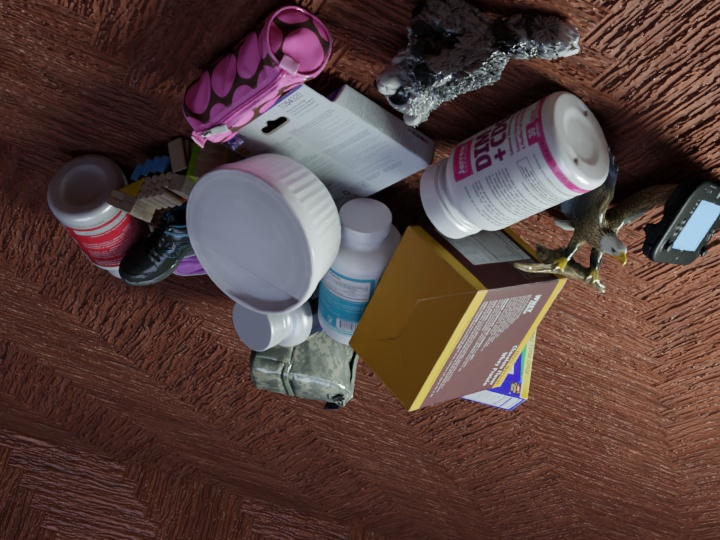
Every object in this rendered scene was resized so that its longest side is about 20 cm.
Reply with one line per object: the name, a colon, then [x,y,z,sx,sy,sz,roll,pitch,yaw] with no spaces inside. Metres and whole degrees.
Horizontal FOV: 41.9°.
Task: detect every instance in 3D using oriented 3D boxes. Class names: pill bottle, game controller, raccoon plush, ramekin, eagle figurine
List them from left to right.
pill bottle: [-0.372,-0.071,1.387,0.112,0.113,0.200,6,152,11]
ramekin: [-0.115,-0.053,1.180,0.201,0.094,0.203,18,126,26]
pill bottle: [-0.090,0.047,1.397,0.111,0.112,0.200,-19,-176,45]
pill bottle: [0.000,0.000,1.274,0.110,0.111,0.201,10,134,3]
raccoon plush: [0.115,-0.200,0.980,0.199,0.097,0.134,11,161,1]
pill bottle: [0.171,-0.113,1.076,0.113,0.114,0.199,30,142,-33]
eagle figurine: [0.303,-0.068,1.151,0.151,0.151,0.201,-15,136,-45]
game controller: [0.383,-0.055,1.087,0.105,0.042,0.200,-53,154,20]

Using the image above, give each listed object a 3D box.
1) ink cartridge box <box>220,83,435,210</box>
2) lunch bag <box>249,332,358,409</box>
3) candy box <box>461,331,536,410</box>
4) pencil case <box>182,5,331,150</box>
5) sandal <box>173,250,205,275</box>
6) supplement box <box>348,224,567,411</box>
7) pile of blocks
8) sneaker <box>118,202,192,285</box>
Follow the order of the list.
ink cartridge box: [-0.043,-0.159,1.167,0.199,0.044,0.196,30,150,-29]
lunch bag: [-0.079,0.112,1.535,0.167,0.201,0.140,9,154,7]
candy box: [0.167,0.108,1.463,0.199,0.170,0.077,15,157,-10]
pencil case: [-0.119,-0.209,1.039,0.091,0.094,0.200,42,142,-17]
sandal: [-0.236,-0.007,1.530,0.202,0.050,0.082,-10,147,35]
supplement box: [0.128,0.054,1.238,0.199,0.133,0.198,-6,132,-45]
pile of blocks: [-0.244,-0.124,1.271,0.199,0.083,0.062,-17,160,18]
sneaker: [-0.270,-0.052,1.336,0.199,0.073,0.082,-32,147,9]
